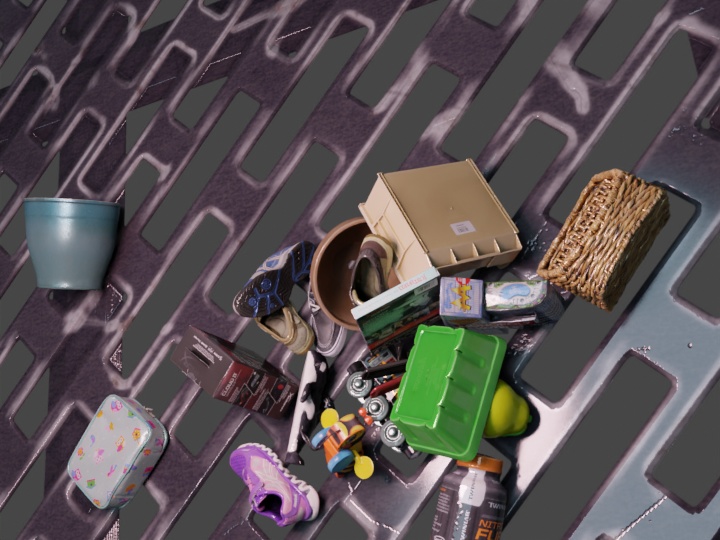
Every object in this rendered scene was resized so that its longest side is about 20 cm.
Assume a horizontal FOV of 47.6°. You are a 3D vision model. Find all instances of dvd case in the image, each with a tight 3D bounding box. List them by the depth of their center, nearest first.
[{"bbox_3d":[0.065,0.069,1.304,0.145,0.200,0.022,-28,68,-2],"label":"dvd case"}]

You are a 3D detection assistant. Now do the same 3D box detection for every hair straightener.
[{"bbox_3d":[0.089,0.143,1.361,0.199,0.041,0.077,-21,62,-18],"label":"hair straightener"}]

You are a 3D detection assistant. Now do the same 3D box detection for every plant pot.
[{"bbox_3d":[0.000,0.000,1.444,0.202,0.200,0.093,-59,23,0],"label":"plant pot"},{"bbox_3d":[-0.618,-0.054,1.747,0.199,0.200,0.190,2,91,27],"label":"plant pot"}]

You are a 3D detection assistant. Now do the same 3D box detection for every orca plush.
[{"bbox_3d":[-0.078,0.247,1.447,0.071,0.105,0.201,12,66,-6],"label":"orca plush"}]

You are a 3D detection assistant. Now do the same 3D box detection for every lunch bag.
[{"bbox_3d":[-0.480,0.352,1.611,0.160,0.077,0.201,32,90,31],"label":"lunch bag"}]

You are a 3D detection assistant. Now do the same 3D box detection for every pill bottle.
[{"bbox_3d":[0.167,0.384,1.262,0.106,0.106,0.202,8,79,28],"label":"pill bottle"}]

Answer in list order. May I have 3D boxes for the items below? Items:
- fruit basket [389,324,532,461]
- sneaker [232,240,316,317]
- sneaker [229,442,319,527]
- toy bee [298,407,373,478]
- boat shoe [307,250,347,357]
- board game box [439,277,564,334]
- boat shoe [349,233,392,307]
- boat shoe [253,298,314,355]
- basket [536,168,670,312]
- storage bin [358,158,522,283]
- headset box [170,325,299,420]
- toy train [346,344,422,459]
[{"bbox_3d":[0.166,0.199,1.285,0.155,0.215,0.217,2,75,44],"label":"fruit basket"},{"bbox_3d":[-0.163,0.021,1.523,0.200,0.076,0.077,-41,21,-32],"label":"sneaker"},{"bbox_3d":[-0.167,0.379,1.430,0.199,0.088,0.081,30,121,31],"label":"sneaker"},{"bbox_3d":[-0.020,0.283,1.348,0.108,0.200,0.131,-35,82,-7],"label":"toy bee"},{"bbox_3d":[-0.066,0.057,1.499,0.071,0.068,0.202,-4,73,25],"label":"boat shoe"},{"bbox_3d":[0.206,0.057,1.286,0.199,0.200,0.062,-3,77,24],"label":"board game box"},{"bbox_3d":[0.012,0.037,1.338,0.071,0.202,0.066,20,39,22],"label":"boat shoe"},{"bbox_3d":[-0.160,0.086,1.521,0.073,0.063,0.201,-52,44,6],"label":"boat shoe"},{"bbox_3d":[0.368,-0.061,1.276,0.149,0.143,0.201,33,90,29],"label":"basket"},{"bbox_3d":[0.136,-0.076,1.359,0.199,0.199,0.094,62,147,26],"label":"storage bin"},{"bbox_3d":[-0.230,0.181,1.454,0.148,0.200,0.075,30,89,42],"label":"headset box"},{"bbox_3d":[0.060,0.218,1.384,0.114,0.085,0.200,-38,62,0],"label":"toy train"}]
